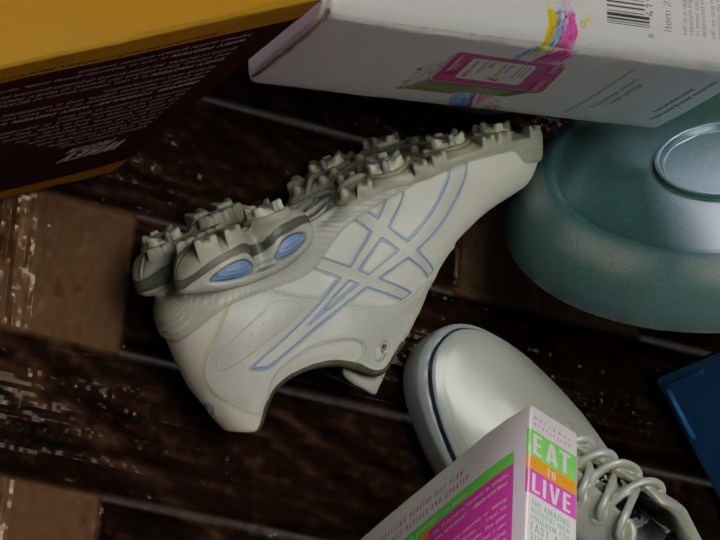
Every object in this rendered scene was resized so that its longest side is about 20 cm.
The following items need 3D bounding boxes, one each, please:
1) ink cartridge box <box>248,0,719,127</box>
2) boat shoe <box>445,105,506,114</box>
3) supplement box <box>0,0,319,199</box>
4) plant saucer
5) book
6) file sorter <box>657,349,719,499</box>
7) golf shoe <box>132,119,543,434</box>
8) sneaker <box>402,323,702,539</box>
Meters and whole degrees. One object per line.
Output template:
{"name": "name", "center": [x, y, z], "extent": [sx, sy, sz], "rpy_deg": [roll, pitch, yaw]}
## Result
{"name": "ink cartridge box", "center": [0.053, -0.147, 1.134], "extent": [0.199, 0.085, 0.146], "rpy_deg": [6, 73, -26]}
{"name": "boat shoe", "center": [-0.004, -0.137, 1.201], "extent": [0.199, 0.071, 0.070], "rpy_deg": [20, 54, -23]}
{"name": "supplement box", "center": [-0.158, -0.108, 1.024], "extent": [0.196, 0.200, 0.134], "rpy_deg": [-16, 81, -32]}
{"name": "plant saucer", "center": [0.160, -0.039, 1.191], "extent": [0.200, 0.200, 0.028], "rpy_deg": [-32, 129, -33]}
{"name": "book", "center": [0.030, 0.157, 1.030], "extent": [0.048, 0.134, 0.201], "rpy_deg": [32, 33, -17]}
{"name": "file sorter", "center": [0.257, 0.096, 1.216], "extent": [0.122, 0.139, 0.201], "rpy_deg": [-27, 89, -36]}
{"name": "golf shoe", "center": [0.000, 0.000, 1.163], "extent": [0.199, 0.078, 0.098], "rpy_deg": [-24, 103, -27]}
{"name": "sneaker", "center": [0.100, 0.099, 1.171], "extent": [0.200, 0.071, 0.073], "rpy_deg": [49, 58, -6]}
